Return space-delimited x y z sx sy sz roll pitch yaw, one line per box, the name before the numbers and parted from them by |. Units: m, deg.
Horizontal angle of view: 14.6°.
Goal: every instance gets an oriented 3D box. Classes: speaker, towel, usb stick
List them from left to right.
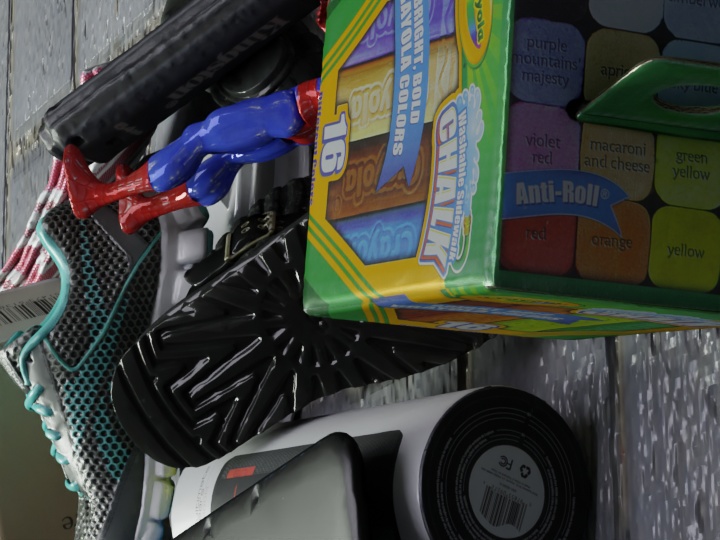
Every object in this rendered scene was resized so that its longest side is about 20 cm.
towel | -0.146 -0.045 1.465 0.201 0.030 0.146 -60 -2 27
usb stick | -0.061 -0.111 1.277 0.199 0.055 0.033 -34 79 18
speaker | 0.003 0.095 1.127 0.200 0.081 0.082 -13 72 58

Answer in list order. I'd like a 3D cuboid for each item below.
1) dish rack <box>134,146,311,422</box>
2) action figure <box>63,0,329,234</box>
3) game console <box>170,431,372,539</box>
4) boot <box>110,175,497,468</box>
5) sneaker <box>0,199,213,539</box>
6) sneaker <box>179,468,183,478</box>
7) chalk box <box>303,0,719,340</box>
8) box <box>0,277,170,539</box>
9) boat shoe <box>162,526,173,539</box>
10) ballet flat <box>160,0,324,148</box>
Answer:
dish rack | -0.085 0.010 1.414 0.200 0.043 0.173 168 106 -66
action figure | -0.038 -0.090 1.236 0.199 0.065 0.100 -15 75 27
game console | -0.001 0.180 1.096 0.200 0.175 0.117 -37 21 56
boot | -0.002 -0.002 1.187 0.080 0.210 0.158 63 -160 -7
sneaker | -0.127 0.059 1.314 0.078 0.091 0.202 156 122 -77
sneaker | -0.032 0.161 1.248 0.201 0.065 0.079 -118 20 -46
chalk box | 0.077 -0.044 0.973 0.200 0.124 0.125 173 103 -66
box | -0.150 0.112 1.401 0.078 0.094 0.201 30 131 61
boat shoe | -0.076 0.221 1.318 0.072 0.060 0.203 57 -147 -72
ballet flat | -0.054 -0.107 1.369 0.066 0.057 0.200 -41 28 6
